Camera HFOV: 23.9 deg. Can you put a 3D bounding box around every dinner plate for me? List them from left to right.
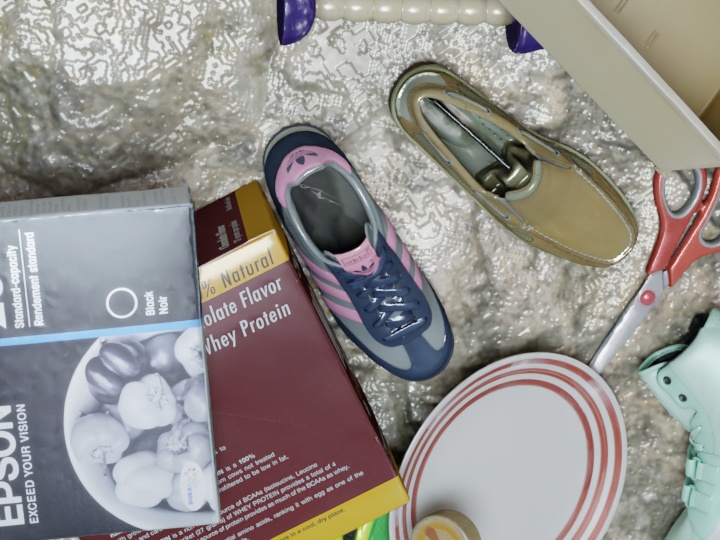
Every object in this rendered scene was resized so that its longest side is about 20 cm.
[{"bbox_3d":[0.100,0.149,1.177,0.200,0.024,0.201,-12,114,-28],"label":"dinner plate"}]

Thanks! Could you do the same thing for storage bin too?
[{"bbox_3d":[0.202,-0.194,1.059,0.200,0.094,0.199,43,74,-16],"label":"storage bin"}]

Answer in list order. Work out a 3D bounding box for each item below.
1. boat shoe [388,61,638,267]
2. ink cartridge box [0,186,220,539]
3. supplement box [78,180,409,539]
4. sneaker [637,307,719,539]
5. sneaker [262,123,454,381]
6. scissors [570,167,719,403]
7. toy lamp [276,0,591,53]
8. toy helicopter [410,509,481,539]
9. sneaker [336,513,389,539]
[{"bbox_3d":[0.104,-0.059,1.117,0.200,0.076,0.072,31,99,-15],"label":"boat shoe"},{"bbox_3d":[-0.188,0.059,0.988,0.199,0.043,0.199,-5,105,-5],"label":"ink cartridge box"},{"bbox_3d":[-0.104,0.085,1.098,0.197,0.133,0.200,-26,108,0],"label":"supplement box"},{"bbox_3d":[0.235,0.118,1.197,0.118,0.074,0.201,31,114,7],"label":"sneaker"},{"bbox_3d":[0.000,0.000,1.116,0.070,0.082,0.200,-35,107,2],"label":"sneaker"},{"bbox_3d":[0.211,0.011,1.184,0.073,0.014,0.201,17,101,-14],"label":"scissors"},{"bbox_3d":[0.048,-0.167,1.090,0.199,0.058,0.058,-2,106,-8],"label":"toy lamp"},{"bbox_3d":[0.066,0.256,1.116,0.132,0.079,0.201,5,104,32],"label":"toy helicopter"},{"bbox_3d":[0.012,0.221,1.193,0.083,0.074,0.201,-7,109,-24],"label":"sneaker"}]
